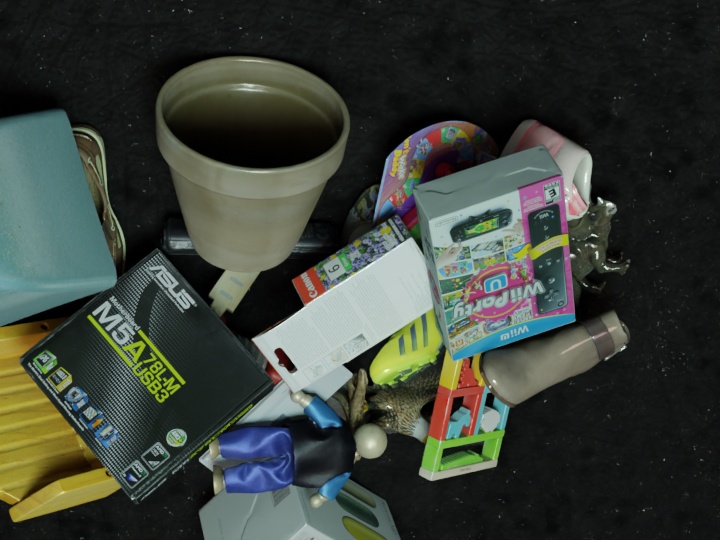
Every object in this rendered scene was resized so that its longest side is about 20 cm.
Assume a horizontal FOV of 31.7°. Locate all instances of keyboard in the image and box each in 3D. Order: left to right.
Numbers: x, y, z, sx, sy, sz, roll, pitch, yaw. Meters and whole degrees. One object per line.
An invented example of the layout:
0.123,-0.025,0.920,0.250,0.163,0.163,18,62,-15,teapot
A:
-0.097,0.168,1.445,0.200,0.011,0.056,-44,117,13,keyboard

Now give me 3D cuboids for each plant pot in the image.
-0.396,-0.041,1.262,0.195,0.200,0.198,-18,90,20,plant pot
-0.117,-0.099,1.338,0.199,0.201,0.174,3,131,-7,plant pot

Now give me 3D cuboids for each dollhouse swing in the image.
-0.309,0.133,1.381,0.176,0.181,0.201,-38,71,36,dollhouse swing

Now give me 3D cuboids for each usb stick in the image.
-0.124,-0.037,1.425,0.199,0.056,0.033,2,125,-8,usb stick

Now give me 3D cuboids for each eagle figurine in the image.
0.067,0.162,1.520,0.199,0.152,0.152,-15,165,-33,eagle figurine

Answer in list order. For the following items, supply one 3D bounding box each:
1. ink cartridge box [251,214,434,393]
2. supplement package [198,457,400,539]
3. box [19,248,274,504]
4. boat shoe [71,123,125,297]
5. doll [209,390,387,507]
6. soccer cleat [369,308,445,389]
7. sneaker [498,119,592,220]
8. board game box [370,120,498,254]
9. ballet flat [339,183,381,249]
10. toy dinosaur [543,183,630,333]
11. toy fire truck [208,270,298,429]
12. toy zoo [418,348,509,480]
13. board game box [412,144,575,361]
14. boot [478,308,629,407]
-0.017,0.037,1.367,0.199,0.050,0.109,-32,133,1,ink cartridge box
-0.065,0.337,1.539,0.151,0.152,0.200,-43,126,14,supplement package
-0.226,0.111,1.352,0.193,0.048,0.200,-39,78,-13,box
-0.305,-0.053,1.391,0.074,0.075,0.203,-8,116,-1,boat shoe
-0.068,0.199,1.424,0.199,0.048,0.137,-6,95,-4,doll
0.065,0.068,1.435,0.065,0.200,0.084,-36,86,44,soccer cleat
0.182,-0.061,1.382,0.201,0.104,0.075,-61,150,-4,sneaker
0.090,-0.064,1.402,0.157,0.039,0.201,-5,118,-35,board game box
0.000,0.000,1.449,0.072,0.072,0.201,17,113,-13,ballet flat
0.245,-0.006,1.478,0.102,0.077,0.200,32,114,-6,toy dinosaur
-0.136,0.085,1.462,0.175,0.129,0.200,24,121,-16,toy fire truck
0.134,0.136,1.454,0.131,0.020,0.201,-2,107,-49,toy zoo
0.142,-0.015,1.323,0.147,0.064,0.201,-18,132,-6,board game box
0.219,0.087,1.393,0.146,0.200,0.071,-27,82,17,boot
